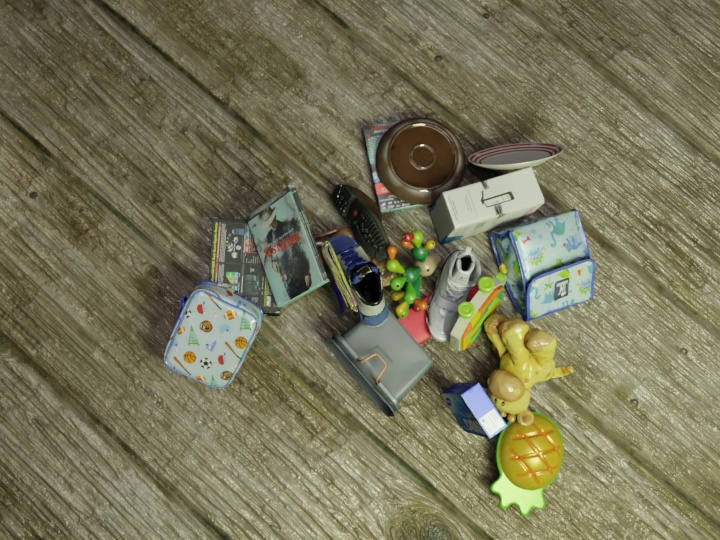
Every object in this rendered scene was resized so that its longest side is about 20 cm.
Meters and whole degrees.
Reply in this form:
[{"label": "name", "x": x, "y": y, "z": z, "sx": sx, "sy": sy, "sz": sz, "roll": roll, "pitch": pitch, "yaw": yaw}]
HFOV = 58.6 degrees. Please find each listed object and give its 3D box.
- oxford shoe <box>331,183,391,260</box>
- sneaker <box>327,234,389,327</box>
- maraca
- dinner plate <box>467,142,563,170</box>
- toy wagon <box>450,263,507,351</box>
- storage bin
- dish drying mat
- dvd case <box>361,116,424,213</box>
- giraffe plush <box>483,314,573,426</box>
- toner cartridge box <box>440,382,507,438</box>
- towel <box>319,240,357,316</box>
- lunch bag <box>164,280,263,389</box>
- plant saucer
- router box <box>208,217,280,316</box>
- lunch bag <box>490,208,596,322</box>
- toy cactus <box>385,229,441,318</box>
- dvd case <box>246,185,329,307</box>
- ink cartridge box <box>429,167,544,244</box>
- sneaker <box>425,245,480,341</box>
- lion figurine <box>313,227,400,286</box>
[{"label": "oxford shoe", "x": 0.021, "y": -0.105, "z": 1.346, "sx": 0.084, "sy": 0.073, "sz": 0.201, "roll": 0, "pitch": 51, "yaw": -43}, {"label": "sneaker", "x": 0.000, "y": 0.001, "z": 1.241, "sx": 0.080, "sy": 0.115, "sz": 0.200, "roll": -22, "pitch": 64, "yaw": -12}, {"label": "maraca", "x": 0.332, "y": 0.382, "z": 1.280, "sx": 0.136, "sy": 0.107, "sz": 0.201, "roll": 19, "pitch": 79, "yaw": 2}, {"label": "dinner plate", "x": 0.330, "y": -0.242, "z": 1.370, "sx": 0.199, "sy": 0.200, "sz": 0.024, "roll": -13, "pitch": 109, "yaw": -6}, {"label": "toy wagon", "x": 0.249, "y": 0.071, "z": 1.308, "sx": 0.039, "sy": 0.155, "sz": 0.200, "roll": 34, "pitch": 71, "yaw": 23}, {"label": "storage bin", "x": 0.045, "y": 0.170, "z": 1.284, "sx": 0.134, "sy": 0.146, "sz": 0.200, "roll": -41, "pitch": 84, "yaw": -14}, {"label": "dish drying mat", "x": 0.167, "y": 0.084, "z": 1.371, "sx": 0.200, "sy": 0.018, "sz": 0.077, "roll": -34, "pitch": 83, "yaw": -10}, {"label": "dvd case", "x": 0.092, "y": -0.234, "z": 1.417, "sx": 0.145, "sy": 0.022, "sz": 0.201, "roll": -11, "pitch": 81, "yaw": -6}, {"label": "giraffe plush", "x": 0.307, "y": 0.210, "z": 1.288, "sx": 0.200, "sy": 0.172, "sz": 0.162, "roll": 46, "pitch": 72, "yaw": -28}, {"label": "toner cartridge box", "x": 0.215, "y": 0.269, "z": 1.246, "sx": 0.043, "sy": 0.200, "sz": 0.095, "roll": -31, "pitch": 82, "yaw": -9}, {"label": "towel", "x": -0.054, "y": 0.021, "z": 1.266, "sx": 0.023, "sy": 0.200, "sz": 0.144, "roll": -24, "pitch": 88, "yaw": -12}, {"label": "lunch bag", "x": -0.291, "y": 0.122, "z": 1.260, "sx": 0.160, "sy": 0.076, "sz": 0.201, "roll": 26, "pitch": 106, "yaw": -6}, {"label": "plant saucer", "x": 0.133, "y": -0.243, "z": 1.388, "sx": 0.199, "sy": 0.032, "sz": 0.201, "roll": 1, "pitch": 78, "yaw": -4}, {"label": "router box", "x": -0.236, "y": -0.006, "z": 1.335, "sx": 0.149, "sy": 0.062, "sz": 0.201, "roll": 3, "pitch": 79, "yaw": -5}, {"label": "lunch bag", "x": 0.393, "y": -0.010, "z": 1.358, "sx": 0.169, "sy": 0.127, "sz": 0.201, "roll": -17, "pitch": 94, "yaw": -12}, {"label": "toy cactus", "x": 0.121, "y": 0.000, "z": 1.320, "sx": 0.102, "sy": 0.165, "sz": 0.201, "roll": 13, "pitch": 116, "yaw": 33}, {"label": "dvd case", "x": -0.146, "y": -0.045, "z": 1.257, "sx": 0.022, "sy": 0.146, "sz": 0.201, "roll": -8, "pitch": 75, "yaw": -49}, {"label": "ink cartridge box", "x": 0.263, "y": -0.134, "z": 1.354, "sx": 0.199, "sy": 0.146, "sz": 0.085, "roll": -17, "pitch": 81, "yaw": -8}, {"label": "sneaker", "x": 0.189, "y": 0.044, "z": 1.312, "sx": 0.075, "sy": 0.115, "sz": 0.201, "roll": 17, "pitch": 78, "yaw": 0}, {"label": "lion figurine", "x": -0.014, "y": -0.036, "z": 1.355, "sx": 0.122, "sy": 0.073, "sz": 0.200, "roll": -36, "pitch": 79, "yaw": -17}]
